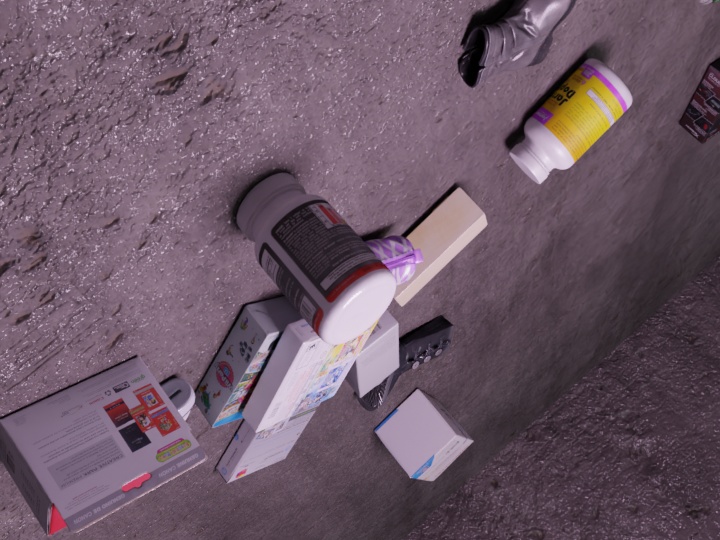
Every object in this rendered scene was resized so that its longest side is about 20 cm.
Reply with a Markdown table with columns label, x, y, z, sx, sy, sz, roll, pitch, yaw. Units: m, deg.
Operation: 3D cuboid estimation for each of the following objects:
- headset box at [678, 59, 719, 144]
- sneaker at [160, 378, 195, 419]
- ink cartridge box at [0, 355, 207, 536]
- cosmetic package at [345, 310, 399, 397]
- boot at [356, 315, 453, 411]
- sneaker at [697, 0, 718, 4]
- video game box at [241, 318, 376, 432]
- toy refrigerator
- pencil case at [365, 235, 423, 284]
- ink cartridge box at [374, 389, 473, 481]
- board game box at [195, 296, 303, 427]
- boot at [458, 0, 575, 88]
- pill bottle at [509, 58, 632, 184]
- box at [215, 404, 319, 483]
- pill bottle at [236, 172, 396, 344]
| label | x | y | z | sx | sy | sz | roll | pitch | yaw |
| --- | --- | --- | --- | --- | --- | --- | --- | --- | --- |
| headset box | 0.793 | -0.392 | 2.084 | 0.148 | 0.075 | 0.201 | -31 | 154 | -25 |
| sneaker | -0.312 | 0.232 | 1.347 | 0.199 | 0.073 | 0.071 | -32 | 151 | -26 |
| ink cartridge box | -0.319 | 0.230 | 1.202 | 0.198 | 0.176 | 0.084 | -24 | 151 | -36 |
| cosmetic package | 0.012 | 0.139 | 1.720 | 0.101 | 0.074 | 0.201 | -36 | 158 | -16 |
| boot | 0.093 | 0.188 | 1.957 | 0.199 | 0.066 | 0.166 | -28 | 155 | -42 |
| sneaker | 0.547 | -0.499 | 1.522 | 0.084 | 0.078 | 0.201 | -32 | 146 | -8 |
| video game box | -0.072 | 0.139 | 1.458 | 0.181 | 0.047 | 0.201 | -16 | 144 | -47 |
| toy refrigerator | 0.112 | -0.039 | 1.587 | 0.200 | 0.070 | 0.076 | -43 | 164 | 1 |
| pencil case | 0.000 | 0.000 | 1.443 | 0.085 | 0.085 | 0.199 | -21 | 179 | 44 |
| ink cartridge box | 0.153 | 0.393 | 2.285 | 0.147 | 0.145 | 0.200 | -43 | 157 | 3 |
| board game box | -0.149 | 0.133 | 1.458 | 0.146 | 0.064 | 0.201 | -12 | 143 | -50 |
| boot | 0.203 | -0.326 | 1.252 | 0.130 | 0.070 | 0.202 | -24 | 146 | -27 |
| pill bottle | 0.336 | -0.237 | 1.566 | 0.200 | 0.104 | 0.104 | -45 | 157 | 4 |
| box | -0.156 | 0.283 | 1.729 | 0.155 | 0.041 | 0.201 | -14 | 142 | -49 |
| pill bottle | -0.058 | -0.018 | 1.172 | 0.115 | 0.200 | 0.116 | -34 | 155 | -18 |
